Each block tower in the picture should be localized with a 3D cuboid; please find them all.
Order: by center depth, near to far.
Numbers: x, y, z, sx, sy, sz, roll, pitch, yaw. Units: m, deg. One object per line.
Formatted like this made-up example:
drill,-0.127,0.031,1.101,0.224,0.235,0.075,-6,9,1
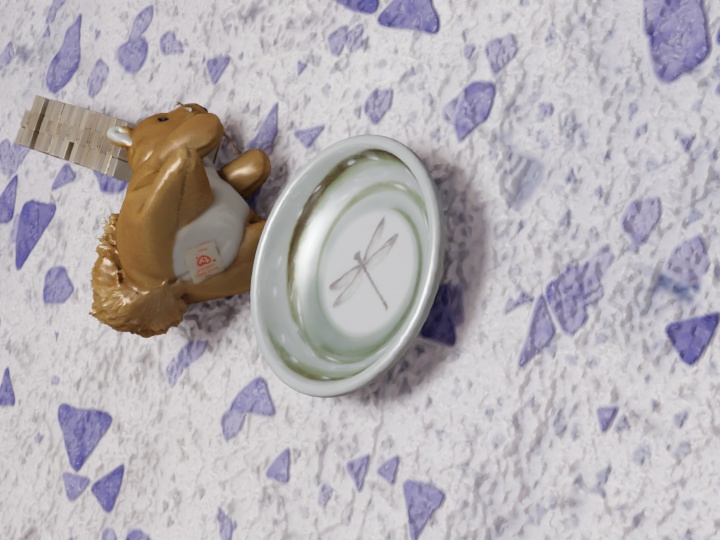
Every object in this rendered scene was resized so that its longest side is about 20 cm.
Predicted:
block tower,-0.253,-0.122,1.463,0.200,0.058,0.054,19,91,47

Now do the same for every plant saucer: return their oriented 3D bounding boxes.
plant saucer,0.000,0.000,1.155,0.200,0.050,0.200,-19,63,42

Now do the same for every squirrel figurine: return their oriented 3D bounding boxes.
squirrel figurine,-0.167,-0.048,1.291,0.200,0.142,0.187,-52,39,17
